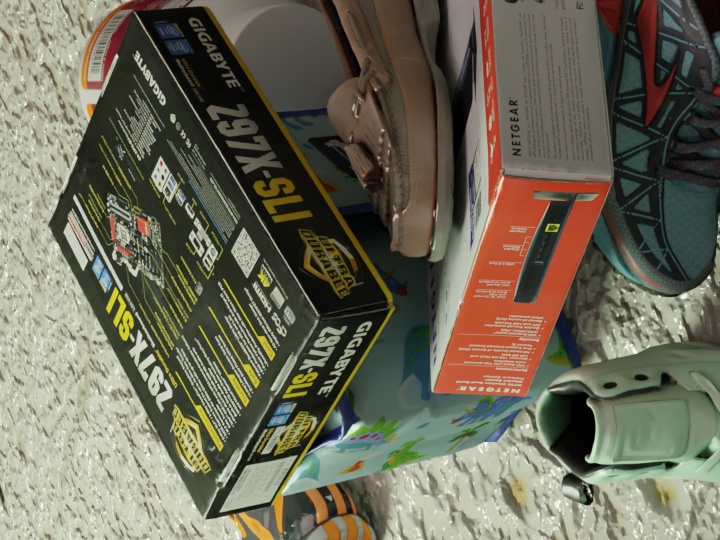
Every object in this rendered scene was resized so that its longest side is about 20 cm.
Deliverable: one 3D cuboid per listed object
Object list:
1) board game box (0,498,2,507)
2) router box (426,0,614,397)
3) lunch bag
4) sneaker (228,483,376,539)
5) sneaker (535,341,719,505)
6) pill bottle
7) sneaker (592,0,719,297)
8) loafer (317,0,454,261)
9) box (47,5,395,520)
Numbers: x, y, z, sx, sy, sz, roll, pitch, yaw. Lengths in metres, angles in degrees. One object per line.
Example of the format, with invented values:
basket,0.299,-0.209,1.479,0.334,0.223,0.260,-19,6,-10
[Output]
board game box,-0.423,0.166,1.762,0.200,0.041,0.201,-39,67,53
router box,0.067,-0.071,0.853,0.180,0.048,0.201,103,168,-55
lunch bag,0.000,0.000,0.976,0.127,0.169,0.201,-45,61,46
sneaker,-0.060,0.197,1.224,0.112,0.077,0.201,56,130,35
sneaker,0.167,0.076,0.802,0.200,0.118,0.074,4,102,54
pill bottle,-0.087,-0.115,1.106,0.200,0.112,0.114,10,109,60
sneaker,0.148,-0.082,0.817,0.095,0.079,0.202,13,111,51
loafer,0.008,-0.082,0.880,0.072,0.062,0.201,99,171,-46
box,-0.077,-0.005,0.897,0.201,0.049,0.160,57,139,28
